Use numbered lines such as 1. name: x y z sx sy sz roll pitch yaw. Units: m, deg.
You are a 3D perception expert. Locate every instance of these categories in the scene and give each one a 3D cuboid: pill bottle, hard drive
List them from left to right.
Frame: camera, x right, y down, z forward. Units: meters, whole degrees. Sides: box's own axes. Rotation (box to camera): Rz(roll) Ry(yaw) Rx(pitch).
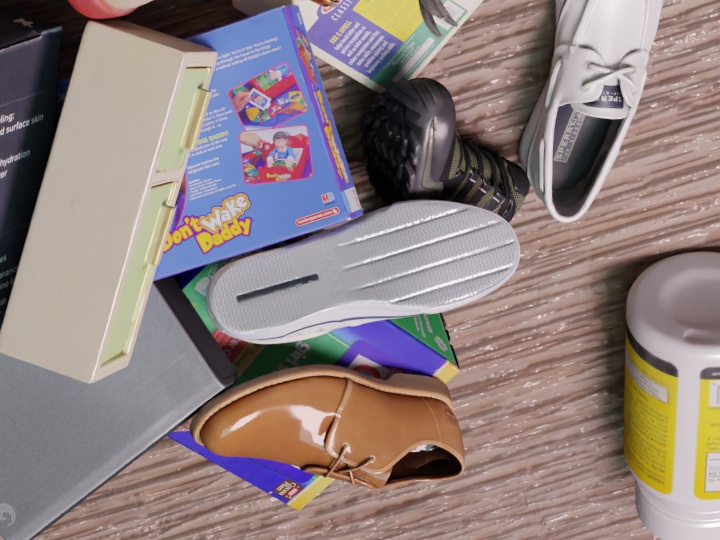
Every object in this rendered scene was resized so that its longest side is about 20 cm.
1. hard drive: -0.192 0.071 1.428 0.200 0.033 0.140 -38 83 23
2. pill bottle: 0.245 0.097 1.567 0.113 0.115 0.201 -8 129 -6

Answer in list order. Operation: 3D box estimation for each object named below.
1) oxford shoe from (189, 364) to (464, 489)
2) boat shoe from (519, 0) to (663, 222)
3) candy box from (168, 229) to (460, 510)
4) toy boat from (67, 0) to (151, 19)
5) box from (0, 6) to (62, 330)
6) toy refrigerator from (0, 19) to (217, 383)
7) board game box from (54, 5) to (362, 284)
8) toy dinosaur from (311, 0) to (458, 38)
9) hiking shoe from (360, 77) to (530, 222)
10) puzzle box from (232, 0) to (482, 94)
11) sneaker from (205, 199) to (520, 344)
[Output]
1. oxford shoe: -0.015 0.108 1.423 0.199 0.072 0.071 2 138 -30
2. boat shoe: 0.155 -0.122 1.408 0.073 0.066 0.201 1 127 -12
3. candy box: -0.063 0.053 1.489 0.200 0.077 0.169 32 116 -31
4. toy boat: -0.185 -0.228 1.235 0.130 0.131 0.200 -10 136 36
5. box: -0.277 -0.042 1.255 0.117 0.196 0.201 19 114 23
6. toy refrigerator: -0.146 -0.041 1.289 0.070 0.076 0.201 18 98 9
7. board game box: -0.114 -0.068 1.342 0.199 0.045 0.135 -16 93 12
8. toy dinosaur: 0.041 -0.212 1.292 0.180 0.201 0.105 8 150 25
9. hiking shoe: 0.059 -0.064 1.429 0.100 0.076 0.200 -23 148 -15
10. puzzle box: 0.029 -0.208 1.339 0.133 0.025 0.200 28 117 -30
11. sneaker: 0.000 0.000 1.380 0.199 0.071 0.074 -9 86 -4
